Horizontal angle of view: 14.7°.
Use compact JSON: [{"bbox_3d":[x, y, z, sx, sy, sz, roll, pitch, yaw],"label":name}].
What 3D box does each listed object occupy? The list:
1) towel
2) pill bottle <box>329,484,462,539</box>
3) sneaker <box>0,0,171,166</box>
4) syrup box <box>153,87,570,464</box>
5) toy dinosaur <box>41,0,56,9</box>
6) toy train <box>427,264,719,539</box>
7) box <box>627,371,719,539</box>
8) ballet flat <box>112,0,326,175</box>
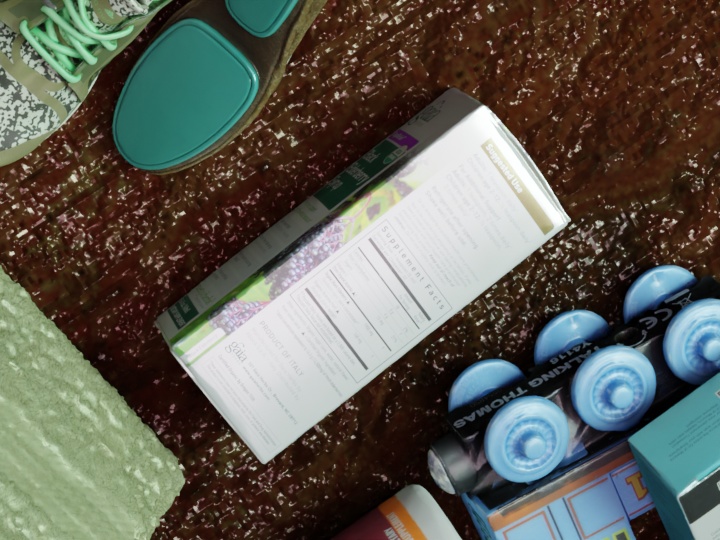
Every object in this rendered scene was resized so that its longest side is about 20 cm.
[{"bbox_3d":[-0.181,0.084,1.378,0.200,0.036,0.149,46,47,-18],"label":"towel"},{"bbox_3d":[-0.021,0.210,1.433,0.200,0.114,0.114,-35,105,-3],"label":"pill bottle"},{"bbox_3d":[-0.132,-0.131,1.357,0.077,0.089,0.200,40,92,-16],"label":"sneaker"},{"bbox_3d":[0.000,0.000,1.414,0.200,0.079,0.082,-39,105,-2],"label":"syrup box"},{"bbox_3d":[-0.158,-0.218,1.348,0.102,0.077,0.201,26,62,-9],"label":"toy dinosaur"},{"bbox_3d":[0.134,0.080,1.457,0.199,0.087,0.115,-28,114,-7],"label":"toy train"},{"bbox_3d":[0.206,0.136,1.446,0.082,0.049,0.200,-34,136,-8],"label":"box"},{"bbox_3d":[-0.051,-0.125,1.374,0.068,0.072,0.200,43,128,10],"label":"ballet flat"}]
